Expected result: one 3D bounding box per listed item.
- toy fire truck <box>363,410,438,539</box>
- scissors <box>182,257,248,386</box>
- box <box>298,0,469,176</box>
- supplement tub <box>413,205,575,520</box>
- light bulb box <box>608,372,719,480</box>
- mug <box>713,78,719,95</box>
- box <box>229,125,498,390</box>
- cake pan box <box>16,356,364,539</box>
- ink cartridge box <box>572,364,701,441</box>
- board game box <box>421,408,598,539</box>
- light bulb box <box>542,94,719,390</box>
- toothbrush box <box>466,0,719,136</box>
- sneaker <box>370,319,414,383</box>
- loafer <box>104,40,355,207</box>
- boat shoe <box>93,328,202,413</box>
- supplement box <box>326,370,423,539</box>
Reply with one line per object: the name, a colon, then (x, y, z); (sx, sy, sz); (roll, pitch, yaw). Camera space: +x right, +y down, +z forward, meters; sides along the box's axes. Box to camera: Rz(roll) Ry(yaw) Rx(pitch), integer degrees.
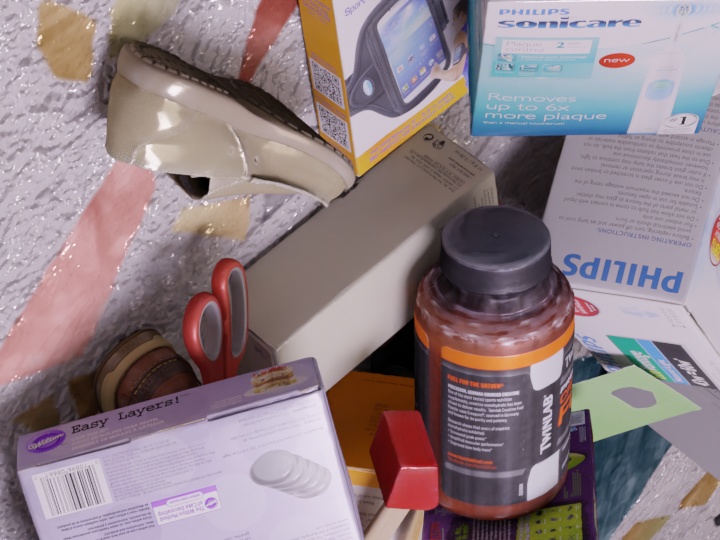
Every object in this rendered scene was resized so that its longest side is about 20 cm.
toy fire truck: (-0.033, 0.177, 1.567); (0.140, 0.049, 0.201); (-3, 137, -18)
scissors: (-0.084, 0.092, 1.499); (0.073, 0.014, 0.201); (-47, 138, -57)
box: (0.020, -0.163, 1.477); (0.119, 0.041, 0.201); (-39, 148, -22)
supplement tub: (0.087, 0.059, 1.580); (0.107, 0.107, 0.201); (-30, 135, -32)
light bulb box: (0.343, 0.075, 1.970); (0.199, 0.198, 0.125); (-22, 140, -41)
mug: (0.181, -0.219, 1.574); (0.148, 0.187, 0.154); (-7, 126, -6)
box: (0.000, 0.000, 1.584); (0.200, 0.068, 0.082); (-38, 145, -22)
cake pan box: (-0.098, 0.164, 1.470); (0.199, 0.052, 0.185); (-17, 114, -1)
ink cartridge box: (0.144, 0.133, 1.818); (0.199, 0.048, 0.145); (-16, 158, 24)
board game box: (0.103, 0.158, 1.655); (0.200, 0.119, 0.033); (-80, 163, -66)
light bulb box: (0.226, -0.041, 1.724); (0.198, 0.124, 0.201); (42, 61, -58)
toothbrush box: (0.138, -0.152, 1.404); (0.145, 0.086, 0.200); (-1, 161, -1)
sneaker: (0.086, 0.036, 1.733); (0.200, 0.076, 0.091); (-45, 142, -16)
loafer: (-0.081, -0.074, 1.407); (0.199, 0.076, 0.069); (24, 104, -48)
boat shoe: (-0.115, 0.120, 1.553); (0.072, 0.067, 0.201); (-41, 147, -18)
supplement box: (0.000, 0.188, 1.682); (0.126, 0.073, 0.201); (-66, 160, -60)
